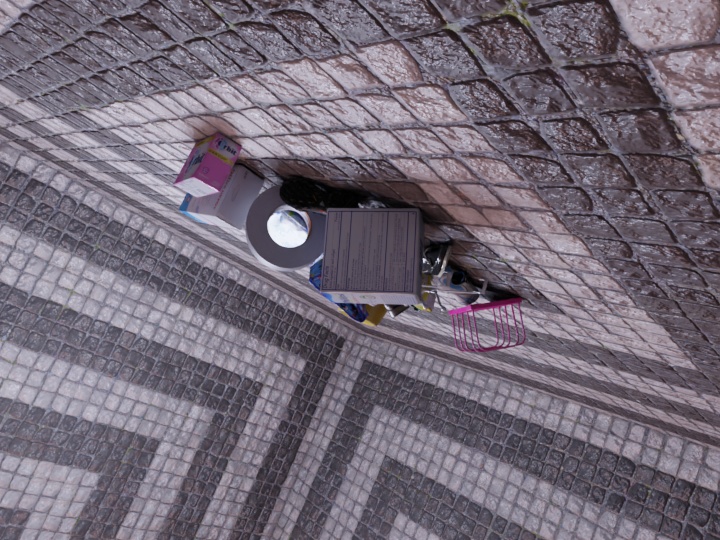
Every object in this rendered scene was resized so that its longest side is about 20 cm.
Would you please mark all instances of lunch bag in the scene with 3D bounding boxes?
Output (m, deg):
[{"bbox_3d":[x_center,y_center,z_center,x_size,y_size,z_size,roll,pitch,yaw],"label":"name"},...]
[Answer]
[{"bbox_3d":[-0.163,-0.109,1.538,0.200,0.083,0.161,38,150,-8],"label":"lunch bag"},{"bbox_3d":[-0.046,0.056,1.641,0.200,0.094,0.151,52,-173,-14],"label":"lunch bag"}]

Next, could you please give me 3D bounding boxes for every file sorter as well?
[{"bbox_3d":[0.339,0.152,1.610,0.139,0.126,0.200,-7,173,-9],"label":"file sorter"}]

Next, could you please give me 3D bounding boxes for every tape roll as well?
[{"bbox_3d":[-0.171,-0.100,1.418,0.200,0.201,0.066,25,170,-8],"label":"tape roll"}]

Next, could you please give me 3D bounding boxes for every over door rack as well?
[{"bbox_3d":[0.172,0.055,1.402,0.148,0.067,0.200,10,164,-43],"label":"over door rack"}]

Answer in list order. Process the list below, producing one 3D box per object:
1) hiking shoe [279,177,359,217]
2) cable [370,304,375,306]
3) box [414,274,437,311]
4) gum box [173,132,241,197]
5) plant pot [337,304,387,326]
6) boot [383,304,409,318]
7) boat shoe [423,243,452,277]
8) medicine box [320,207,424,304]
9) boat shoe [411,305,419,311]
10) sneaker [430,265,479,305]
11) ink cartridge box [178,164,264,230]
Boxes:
[{"bbox_3d":[-0.091,-0.148,1.349,0.200,0.075,0.087,20,168,22],"label":"hiking shoe"},{"bbox_3d":[0.000,0.000,1.553,0.200,0.069,0.200,55,-172,7],"label":"cable"},{"bbox_3d":[0.139,0.019,1.550,0.048,0.118,0.200,5,160,35],"label":"box"},{"bbox_3d":[-0.355,-0.237,1.374,0.066,0.114,0.200,30,168,-28],"label":"gum box"},{"bbox_3d":[0.027,0.060,1.813,0.200,0.189,0.201,22,169,5],"label":"plant pot"},{"bbox_3d":[0.103,0.021,1.690,0.174,0.200,0.069,54,153,4],"label":"boot"},{"bbox_3d":[0.167,-0.025,1.404,0.067,0.072,0.200,20,172,-3],"label":"boat shoe"},{"bbox_3d":[0.027,-0.028,1.249,0.199,0.183,0.103,1,165,12],"label":"medicine box"},{"bbox_3d":[0.168,0.081,1.872,0.071,0.091,0.200,23,170,3],"label":"boat shoe"},{"bbox_3d":[0.259,0.039,1.552,0.072,0.072,0.200,-35,146,27],"label":"sneaker"},{"bbox_3d":[-0.353,-0.190,1.521,0.200,0.145,0.085,13,165,47],"label":"ink cartridge box"}]
